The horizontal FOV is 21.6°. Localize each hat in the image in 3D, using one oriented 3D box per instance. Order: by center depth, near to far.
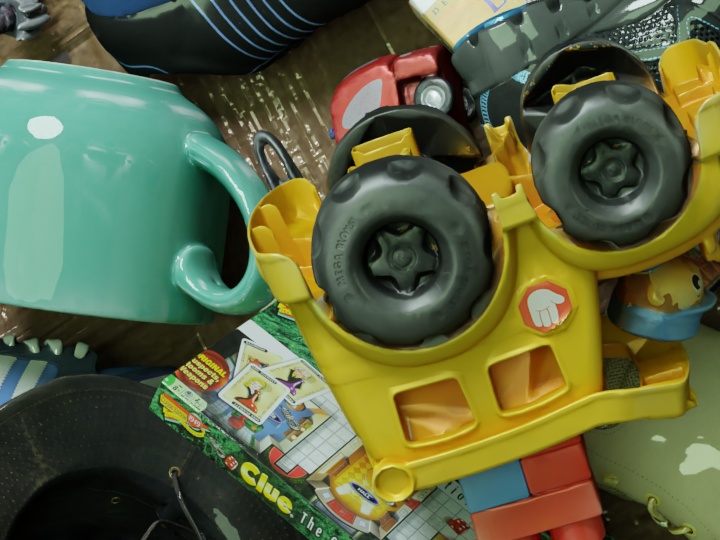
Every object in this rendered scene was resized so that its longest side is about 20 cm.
[{"bbox_3d":[-0.124,0.149,0.898,0.081,0.199,0.203,-25,81,60],"label":"hat"}]

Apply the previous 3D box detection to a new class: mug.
[{"bbox_3d":[-0.124,-0.039,0.931,0.183,0.152,0.116,8,91,-4],"label":"mug"}]

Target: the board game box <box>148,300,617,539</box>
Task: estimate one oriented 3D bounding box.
[{"bbox_3d":[0.014,0.092,0.824,0.199,0.105,0.024,37,127,15],"label":"board game box"}]

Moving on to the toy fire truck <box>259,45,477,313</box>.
[{"bbox_3d":[0.000,0.000,0.936,0.140,0.049,0.202,-12,87,19],"label":"toy fire truck"}]

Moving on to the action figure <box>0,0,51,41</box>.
[{"bbox_3d":[-0.232,-0.145,1.007,0.130,0.069,0.201,40,100,20],"label":"action figure"}]

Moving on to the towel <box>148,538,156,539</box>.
[{"bbox_3d":[-0.058,0.212,0.960,0.110,0.048,0.202,2,91,19],"label":"towel"}]

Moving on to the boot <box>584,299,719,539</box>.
[{"bbox_3d":[0.156,0.121,0.870,0.154,0.073,0.202,16,94,18],"label":"boot"}]

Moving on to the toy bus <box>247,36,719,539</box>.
[{"bbox_3d":[0.076,0.019,0.769,0.198,0.136,0.194,-20,103,8],"label":"toy bus"}]

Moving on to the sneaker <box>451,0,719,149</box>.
[{"bbox_3d":[0.144,-0.105,0.839,0.198,0.073,0.083,-23,97,11],"label":"sneaker"}]

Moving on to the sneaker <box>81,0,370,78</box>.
[{"bbox_3d":[-0.042,-0.142,0.936,0.198,0.078,0.071,-7,51,19],"label":"sneaker"}]

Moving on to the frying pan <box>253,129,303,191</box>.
[{"bbox_3d":[0.011,0.020,0.894,0.114,0.031,0.192,-8,92,18],"label":"frying pan"}]

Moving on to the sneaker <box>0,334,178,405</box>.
[{"bbox_3d":[-0.194,0.041,0.977,0.198,0.081,0.148,-17,67,-10],"label":"sneaker"}]

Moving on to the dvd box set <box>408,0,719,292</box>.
[{"bbox_3d":[0.140,-0.105,0.882,0.146,0.029,0.200,-43,77,3],"label":"dvd box set"}]
